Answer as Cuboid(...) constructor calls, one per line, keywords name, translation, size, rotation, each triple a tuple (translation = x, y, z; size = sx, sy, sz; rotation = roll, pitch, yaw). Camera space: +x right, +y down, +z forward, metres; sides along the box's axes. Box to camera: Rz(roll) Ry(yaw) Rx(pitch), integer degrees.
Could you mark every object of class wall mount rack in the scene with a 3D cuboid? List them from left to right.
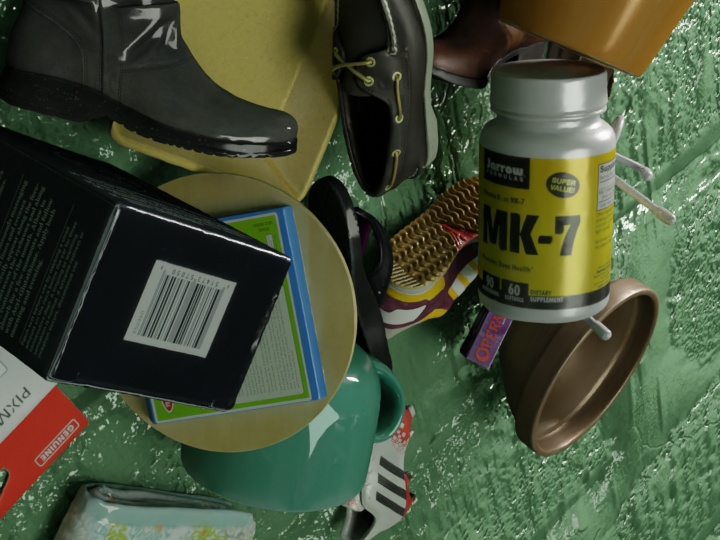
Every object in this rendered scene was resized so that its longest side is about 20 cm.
Cuboid(name="wall mount rack", translation=(0.219, -0.032, 1.216), size=(0.174, 0.074, 0.201), rotation=(-65, 180, -71))

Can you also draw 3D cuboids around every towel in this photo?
Cuboid(name="towel", translation=(-0.182, 0.262, 1.083), size=(0.199, 0.048, 0.173), rotation=(20, 94, -50))

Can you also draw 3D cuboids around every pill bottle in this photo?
Cuboid(name="pill bottle", translation=(0.154, -0.068, 1.114), size=(0.114, 0.114, 0.202), rotation=(-18, 115, -40))

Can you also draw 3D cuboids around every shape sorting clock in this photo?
Cuboid(name="shape sorting clock", translation=(-0.099, 0.031, 0.954), size=(0.039, 0.198, 0.202), rotation=(-54, 162, -78))

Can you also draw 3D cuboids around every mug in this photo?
Cuboid(name="mug", translation=(-0.054, 0.098, 1.062), size=(0.185, 0.151, 0.116), rotation=(-36, 138, -67))

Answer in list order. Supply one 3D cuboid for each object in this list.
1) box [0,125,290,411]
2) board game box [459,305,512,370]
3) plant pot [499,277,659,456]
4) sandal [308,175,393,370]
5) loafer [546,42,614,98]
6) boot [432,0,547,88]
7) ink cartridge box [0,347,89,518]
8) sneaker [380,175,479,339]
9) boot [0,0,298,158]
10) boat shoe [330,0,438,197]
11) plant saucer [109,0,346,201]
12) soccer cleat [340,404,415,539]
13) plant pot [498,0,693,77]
Cuboid(name="box", translation=(-0.171, -0.008, 0.829), size=(0.148, 0.199, 0.108), rotation=(18, 97, -50))
Cuboid(name="board game box", translation=(0.150, -0.004, 1.264), size=(0.201, 0.032, 0.120), rotation=(-64, -177, -1))
Cuboid(name="plant pot", translation=(0.206, 0.080, 1.353), size=(0.200, 0.092, 0.202), rotation=(-37, 148, -28))
Cuboid(name="sandal", translation=(0.000, 0.000, 1.111), size=(0.048, 0.075, 0.202), rotation=(-28, 130, -19))
Cuboid(name="loafer", translation=(0.216, -0.213, 1.223), size=(0.073, 0.071, 0.201), rotation=(-43, 148, -22))
Cuboid(name="boot", translation=(0.111, -0.257, 1.104), size=(0.187, 0.068, 0.202), rotation=(-13, 118, -43))
Cuboid(name="ink cartridge box", translation=(-0.283, 0.137, 0.910), size=(0.200, 0.043, 0.174), rotation=(-48, 137, -17))
Cuboid(name="sneaker", translation=(0.076, -0.013, 1.207), size=(0.199, 0.075, 0.091), rotation=(-31, 153, -38))
Cuboid(name="boot", translation=(-0.122, -0.149, 0.837), size=(0.198, 0.070, 0.133), rotation=(12, 99, -15))
Cuboid(name="boat shoe", translation=(0.013, -0.142, 0.981), size=(0.061, 0.071, 0.202), rotation=(-42, 139, -29))
Cuboid(name="plant saucer", translation=(-0.083, -0.166, 0.959), size=(0.199, 0.048, 0.202), rotation=(18, 98, -50))
Cuboid(name="soccer cleat", translation=(0.004, 0.171, 1.222), size=(0.085, 0.068, 0.201), rotation=(-38, 139, -33))
Cuboid(name="plant pot", translation=(0.198, -0.260, 1.049), size=(0.199, 0.200, 0.185), rotation=(10, 107, -49))
